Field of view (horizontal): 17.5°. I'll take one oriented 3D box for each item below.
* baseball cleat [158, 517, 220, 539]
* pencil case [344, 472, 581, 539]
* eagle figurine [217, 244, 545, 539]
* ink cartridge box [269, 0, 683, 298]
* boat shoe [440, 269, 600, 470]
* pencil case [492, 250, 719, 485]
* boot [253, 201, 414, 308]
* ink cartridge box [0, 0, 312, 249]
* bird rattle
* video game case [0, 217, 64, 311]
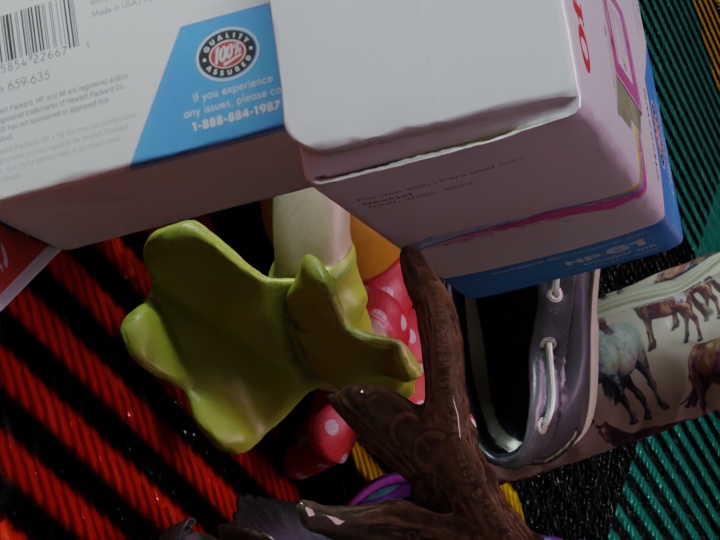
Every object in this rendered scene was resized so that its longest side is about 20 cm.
[{"bbox_3d":[-0.023,0.178,0.807,0.107,0.069,0.201,-67,141,-63],"label":"baseball cleat"},{"bbox_3d":[0.053,0.146,1.044,0.085,0.093,0.200,36,-1,24],"label":"pencil case"},{"bbox_3d":[0.022,0.116,0.742,0.200,0.150,0.153,109,2,-59],"label":"eagle figurine"},{"bbox_3d":[0.036,-0.084,0.718,0.200,0.084,0.146,29,50,-71],"label":"ink cartridge box"},{"bbox_3d":[0.065,-0.013,0.992,0.063,0.072,0.202,-25,112,-62],"label":"boat shoe"},{"bbox_3d":[0.126,0.045,1.174,0.090,0.199,0.078,53,24,-40],"label":"pencil case"},{"bbox_3d":[0.013,-0.010,1.048,0.158,0.079,0.213,8,59,-79],"label":"boot"},{"bbox_3d":[-0.070,-0.120,0.743,0.067,0.115,0.202,30,49,-68],"label":"ink cartridge box"},{"bbox_3d":[0.000,0.000,0.907,0.200,0.112,0.165,15,77,-67],"label":"bird rattle"},{"bbox_3d":[-0.133,-0.101,0.755,0.143,0.017,0.202,-59,133,-67],"label":"video game case"}]
